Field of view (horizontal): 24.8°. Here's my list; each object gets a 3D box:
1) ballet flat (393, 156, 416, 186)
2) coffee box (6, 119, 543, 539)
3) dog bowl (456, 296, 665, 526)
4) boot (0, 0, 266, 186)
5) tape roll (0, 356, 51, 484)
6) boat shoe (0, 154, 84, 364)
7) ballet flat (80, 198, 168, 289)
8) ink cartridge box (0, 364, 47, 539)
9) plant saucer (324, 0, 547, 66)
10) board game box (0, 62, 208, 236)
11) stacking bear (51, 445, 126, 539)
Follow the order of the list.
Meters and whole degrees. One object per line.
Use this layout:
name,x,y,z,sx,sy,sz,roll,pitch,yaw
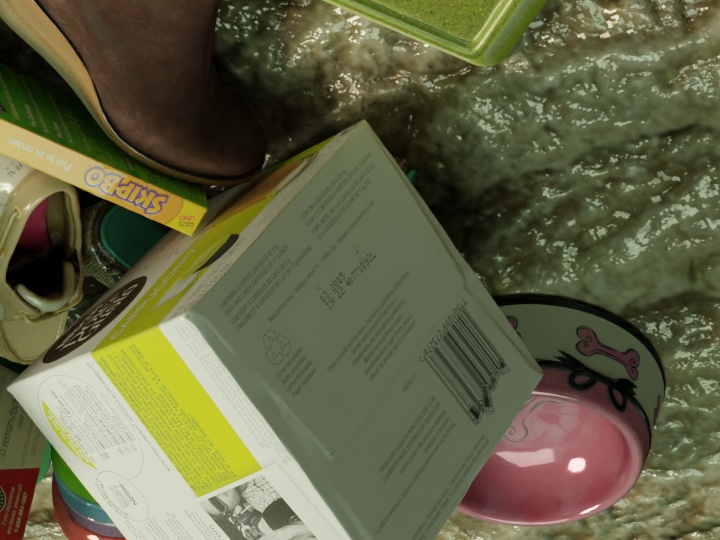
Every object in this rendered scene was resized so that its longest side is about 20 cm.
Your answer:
ballet flat,0.000,0.000,1.099,0.071,0.069,0.200,15,136,17
coffee box,-0.050,0.067,0.998,0.198,0.200,0.200,-21,111,46
dog bowl,0.122,0.112,1.192,0.199,0.074,0.200,4,137,3
boot,-0.104,-0.137,0.932,0.200,0.072,0.166,36,143,-19
tape roll,-0.332,0.109,1.261,0.200,0.048,0.201,3,137,3
boat shoe,-0.215,0.000,1.066,0.074,0.069,0.200,-30,147,-28
ballet flat,-0.123,0.020,1.139,0.200,0.068,0.075,39,150,-23
ink cartridge box,-0.343,0.128,1.140,0.200,0.146,0.145,31,132,-25
plant saucer,0.035,-0.199,0.882,0.200,0.048,0.200,21,136,-15
board game box,-0.189,-0.087,0.996,0.200,0.096,0.030,26,108,-19
stacking bear,-0.175,0.113,1.208,0.121,0.114,0.200,6,133,0
